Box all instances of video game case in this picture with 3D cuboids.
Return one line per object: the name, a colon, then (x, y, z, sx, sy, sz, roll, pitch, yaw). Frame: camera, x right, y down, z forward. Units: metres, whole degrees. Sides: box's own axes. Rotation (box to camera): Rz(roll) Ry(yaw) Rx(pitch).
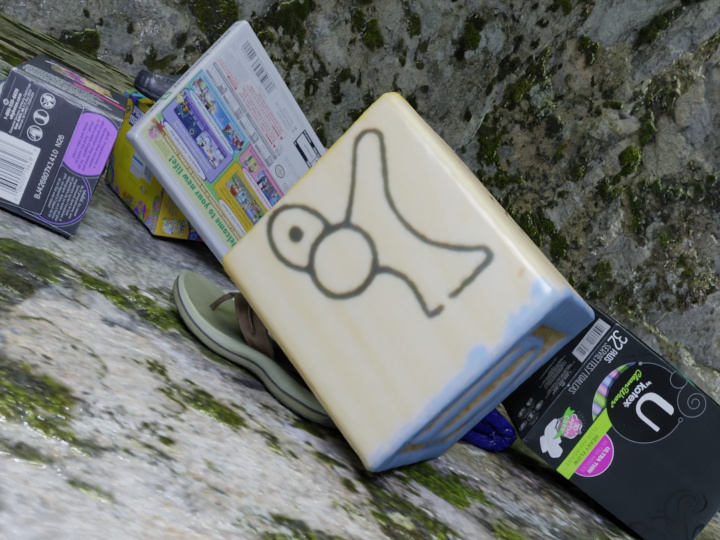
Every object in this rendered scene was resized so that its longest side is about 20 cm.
video game case: (-0.129, -0.125, 0.936, 0.022, 0.183, 0.201, 9, -38, 45)

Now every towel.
towel: (0.073, 0.110, 0.935, 0.146, 0.050, 0.200, 25, 9, -23)

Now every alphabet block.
alphabet block: (0.044, 0.016, 0.703, 0.201, 0.195, 0.196, 52, 9, 19)

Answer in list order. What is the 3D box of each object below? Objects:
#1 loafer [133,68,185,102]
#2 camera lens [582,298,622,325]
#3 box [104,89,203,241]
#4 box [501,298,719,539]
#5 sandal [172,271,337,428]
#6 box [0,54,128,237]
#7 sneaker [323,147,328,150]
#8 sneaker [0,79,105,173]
loafer: (-0.176, -0.217, 1.048, 0.198, 0.072, 0.068, 4, 20, -43)
camera lens: (0.258, 0.106, 1.194, 0.158, 0.162, 0.200, 24, 10, -28)
box: (-0.184, -0.121, 1.078, 0.190, 0.124, 0.199, 7, 18, -36)
box: (0.268, 0.155, 0.884, 0.199, 0.149, 0.124, 38, 7, -7)
sandal: (-0.074, 0.056, 0.733, 0.199, 0.058, 0.079, 34, 12, 23)
box: (-0.300, -0.129, 0.862, 0.105, 0.124, 0.200, 24, 9, -18)
sneaker: (-0.056, -0.114, 1.121, 0.074, 0.089, 0.198, -30, 18, -36)
sneaker: (-0.378, -0.164, 1.034, 0.080, 0.072, 0.200, -7, -20, 17)
